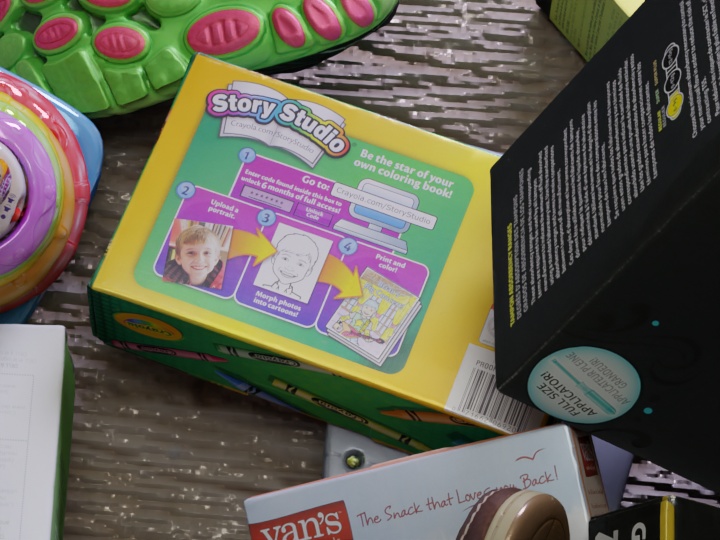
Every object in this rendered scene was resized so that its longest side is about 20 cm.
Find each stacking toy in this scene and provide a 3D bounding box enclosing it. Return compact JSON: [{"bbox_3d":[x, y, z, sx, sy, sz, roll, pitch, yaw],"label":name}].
[{"bbox_3d":[-0.160,-0.033,1.179,0.109,0.200,0.116,28,85,-8],"label":"stacking toy"}]

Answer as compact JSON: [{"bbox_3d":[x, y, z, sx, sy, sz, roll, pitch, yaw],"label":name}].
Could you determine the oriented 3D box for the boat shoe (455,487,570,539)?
[{"bbox_3d":[0.014,0.164,1.070,0.072,0.072,0.201,27,109,27],"label":"boat shoe"}]

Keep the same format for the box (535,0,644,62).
[{"bbox_3d":[0.158,-0.078,1.288,0.050,0.075,0.200,-33,69,-16],"label":"box"}]

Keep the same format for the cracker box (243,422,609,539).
[{"bbox_3d":[0.044,0.170,1.129,0.133,0.058,0.201,-14,84,12],"label":"cracker box"}]

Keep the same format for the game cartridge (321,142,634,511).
[{"bbox_3d":[0.058,0.047,1.248,0.132,0.041,0.201,17,66,3],"label":"game cartridge"}]

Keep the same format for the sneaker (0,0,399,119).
[{"bbox_3d":[-0.073,-0.106,1.301,0.199,0.084,0.077,-6,82,14],"label":"sneaker"}]

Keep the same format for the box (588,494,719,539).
[{"bbox_3d":[0.170,0.183,1.111,0.199,0.049,0.161,18,64,-37],"label":"box"}]

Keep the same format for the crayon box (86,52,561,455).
[{"bbox_3d":[0.000,0.000,1.218,0.199,0.058,0.119,19,66,8],"label":"crayon box"}]

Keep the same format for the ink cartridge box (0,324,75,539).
[{"bbox_3d":[-0.176,0.122,1.195,0.103,0.059,0.201,2,65,-1],"label":"ink cartridge box"}]

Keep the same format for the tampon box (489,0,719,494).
[{"bbox_3d":[0.164,-0.026,1.098,0.149,0.200,0.127,25,40,-22],"label":"tampon box"}]
